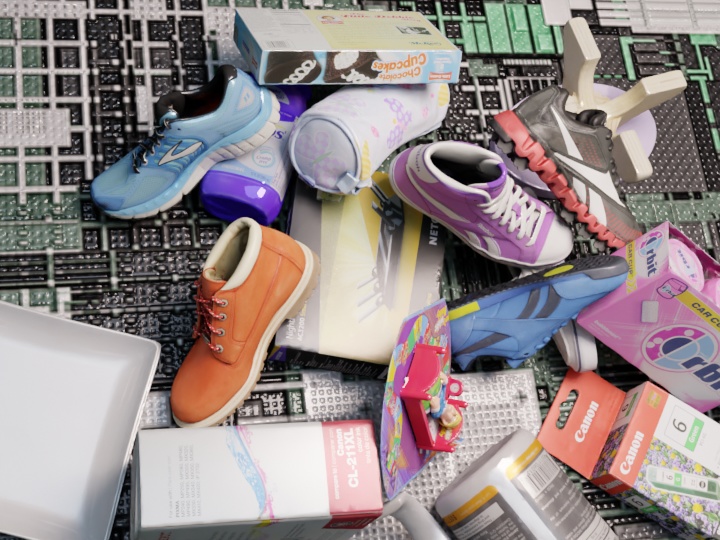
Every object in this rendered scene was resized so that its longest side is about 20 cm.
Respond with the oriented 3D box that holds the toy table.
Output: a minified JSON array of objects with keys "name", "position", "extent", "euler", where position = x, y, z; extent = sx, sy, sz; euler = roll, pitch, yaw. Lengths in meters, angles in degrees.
[{"name":"toy table","position":[0.244,-0.161,1.177],"extent":[0.199,0.117,0.185],"euler":[-27,79,-20]}]

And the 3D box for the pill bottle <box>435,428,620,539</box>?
[{"name":"pill bottle","position":[0.170,0.254,1.005],"extent":[0.116,0.116,0.200],"euler":[-36,83,-23]}]

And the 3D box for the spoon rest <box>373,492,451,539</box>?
[{"name":"spoon rest","position":[0.078,0.284,0.986],"extent":[0.099,0.061,0.201],"euler":[-31,92,20]}]

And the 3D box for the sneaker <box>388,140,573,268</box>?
[{"name":"sneaker","position":[0.130,-0.059,1.032],"extent":[0.199,0.114,0.073],"euler":[22,77,-17]}]

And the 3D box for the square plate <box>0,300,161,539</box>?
[{"name":"square plate","position":[-0.297,0.133,0.978],"extent":[0.199,0.028,0.199],"euler":[15,68,-8]}]

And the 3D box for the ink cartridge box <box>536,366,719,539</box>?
[{"name":"ink cartridge box","position":[0.284,0.176,1.098],"extent":[0.199,0.050,0.109],"euler":[31,66,-2]}]

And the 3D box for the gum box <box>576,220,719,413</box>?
[{"name":"gum box","position":[0.319,0.053,1.081],"extent":[0.200,0.113,0.066],"euler":[34,43,-23]}]

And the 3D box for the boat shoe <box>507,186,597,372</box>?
[{"name":"boat shoe","position":[0.177,0.014,1.122],"extent":[0.065,0.072,0.201],"euler":[-19,81,-5]}]

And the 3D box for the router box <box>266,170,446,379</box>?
[{"name":"router box","position":[0.000,0.000,1.089],"extent":[0.156,0.052,0.201],"euler":[10,68,-10]}]

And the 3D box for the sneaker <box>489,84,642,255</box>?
[{"name":"sneaker","position":[0.218,-0.098,1.068],"extent":[0.098,0.071,0.200],"euler":[-42,106,10]}]

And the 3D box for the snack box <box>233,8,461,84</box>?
[{"name":"snack box","position":[-0.015,-0.218,1.077],"extent":[0.199,0.037,0.116],"euler":[-4,32,-19]}]

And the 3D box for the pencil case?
[{"name":"pencil case","position":[0.014,-0.148,1.095],"extent":[0.091,0.083,0.200],"euler":[37,41,8]}]

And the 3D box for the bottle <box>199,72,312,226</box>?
[{"name":"bottle","position":[-0.094,-0.144,1.108],"extent":[0.083,0.065,0.201],"euler":[14,67,9]}]

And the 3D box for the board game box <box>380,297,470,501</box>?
[{"name":"board game box","position":[0.069,0.113,0.987],"extent":[0.039,0.200,0.159],"euler":[7,99,19]}]

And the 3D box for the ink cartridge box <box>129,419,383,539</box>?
[{"name":"ink cartridge box","position":[-0.095,0.186,0.945],"extent":[0.198,0.146,0.083],"euler":[0,69,-15]}]

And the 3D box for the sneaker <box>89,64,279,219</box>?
[{"name":"sneaker","position":[-0.178,-0.128,1.038],"extent":[0.199,0.090,0.079],"euler":[-35,50,7]}]

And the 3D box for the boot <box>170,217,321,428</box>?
[{"name":"boot","position":[-0.126,0.047,0.991],"extent":[0.075,0.107,0.201],"euler":[27,85,35]}]

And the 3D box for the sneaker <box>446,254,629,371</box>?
[{"name":"sneaker","position":[0.171,0.043,1.063],"extent":[0.066,0.199,0.079],"euler":[-27,96,-63]}]
